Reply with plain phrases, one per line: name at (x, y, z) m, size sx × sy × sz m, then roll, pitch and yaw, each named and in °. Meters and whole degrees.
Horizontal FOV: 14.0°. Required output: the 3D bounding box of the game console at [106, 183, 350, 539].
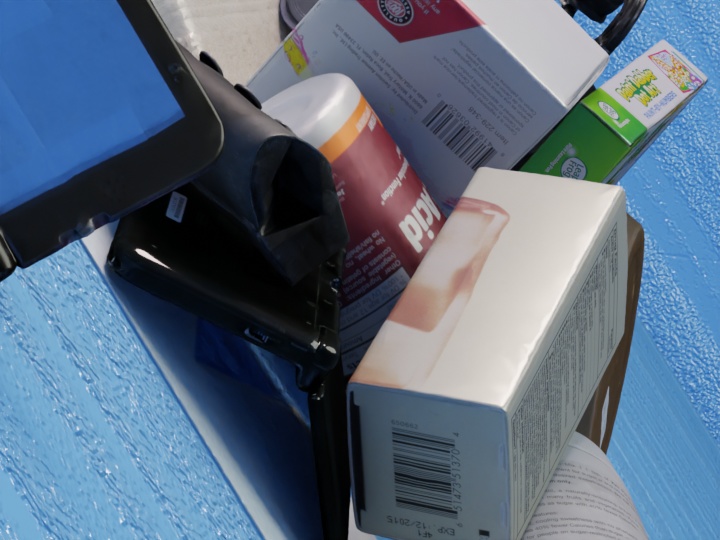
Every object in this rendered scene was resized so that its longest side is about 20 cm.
game console at (-0.061, 0.045, 1.482) m, size 0.176 × 0.117 × 0.200 m, roll 26°, pitch 14°, yaw -7°

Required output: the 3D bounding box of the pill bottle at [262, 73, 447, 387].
pill bottle at (0.000, 0.000, 1.643) m, size 0.200 × 0.114 × 0.114 m, roll 55°, pitch 10°, yaw -17°

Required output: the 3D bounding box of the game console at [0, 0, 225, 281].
game console at (-0.162, -0.101, 1.112) m, size 0.200 × 0.119 × 0.172 m, roll 59°, pitch 9°, yaw 5°

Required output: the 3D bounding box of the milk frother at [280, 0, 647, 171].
milk frother at (0.079, -0.171, 1.921) m, size 0.188 × 0.180 × 0.200 m, roll 52°, pitch 39°, yaw -38°

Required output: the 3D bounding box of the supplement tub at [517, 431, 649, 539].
supplement tub at (0.097, 0.184, 1.506) m, size 0.132 × 0.132 × 0.200 m, roll 52°, pitch 12°, yaw -32°

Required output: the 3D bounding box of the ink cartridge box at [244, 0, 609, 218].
ink cartridge box at (0.023, -0.099, 1.700) m, size 0.148 × 0.200 × 0.086 m, roll 44°, pitch 37°, yaw -2°

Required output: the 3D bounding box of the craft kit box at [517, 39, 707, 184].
craft kit box at (0.112, -0.039, 1.774) m, size 0.049 × 0.200 × 0.198 m, roll 41°, pitch 24°, yaw 2°

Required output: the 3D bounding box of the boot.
boot at (-0.099, -0.095, 1.437) m, size 0.200 × 0.066 × 0.165 m, roll 47°, pitch -1°, yaw 42°

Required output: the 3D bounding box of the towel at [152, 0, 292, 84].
towel at (-0.089, -0.169, 1.833) m, size 0.133 × 0.034 × 0.200 m, roll 69°, pitch 21°, yaw 1°

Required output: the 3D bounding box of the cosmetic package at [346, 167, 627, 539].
cosmetic package at (0.068, 0.044, 1.510) m, size 0.200 × 0.087 × 0.104 m, roll -56°, pitch 150°, yaw -49°

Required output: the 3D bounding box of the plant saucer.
plant saucer at (0.143, 0.053, 1.787) m, size 0.200 × 0.029 × 0.201 m, roll 12°, pitch 90°, yaw -81°
